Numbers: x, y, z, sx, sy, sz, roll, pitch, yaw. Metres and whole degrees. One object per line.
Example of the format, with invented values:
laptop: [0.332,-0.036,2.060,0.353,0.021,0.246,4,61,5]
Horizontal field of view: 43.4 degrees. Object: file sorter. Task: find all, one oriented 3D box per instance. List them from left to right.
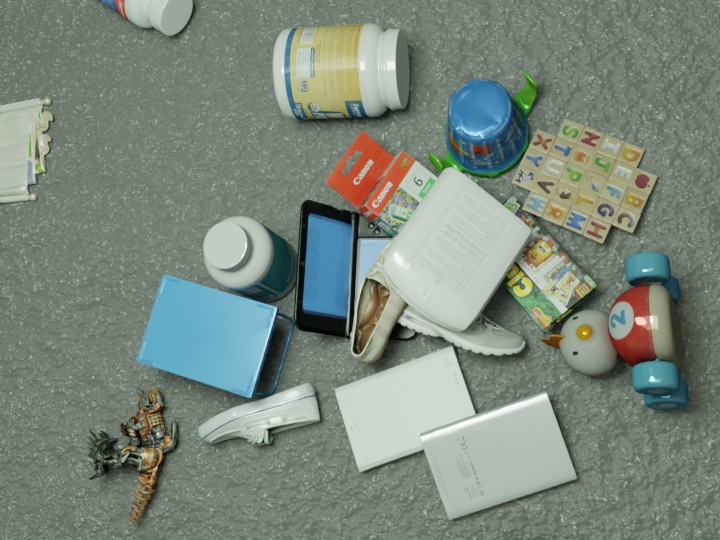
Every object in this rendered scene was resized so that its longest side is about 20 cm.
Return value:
file sorter: [-0.221,0.107,1.429,0.197,0.123,0.141,15,84,16]

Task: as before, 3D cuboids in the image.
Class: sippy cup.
sippy cup: [0.189,-0.226,1.385,0.138,0.130,0.180,14,83,15]

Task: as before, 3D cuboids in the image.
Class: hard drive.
hard drive: [0.072,0.212,1.389,0.198,0.026,0.134,-21,76,10]
hard drive: [0.202,0.272,1.332,0.197,0.025,0.134,-20,90,10]

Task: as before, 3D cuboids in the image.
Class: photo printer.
photo printer: [0.135,-0.024,1.315,0.166,0.069,0.201,36,72,-3]

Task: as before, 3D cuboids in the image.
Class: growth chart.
growth chart: [-0.625,-0.215,1.641,0.142,0.018,0.203,1,80,13]

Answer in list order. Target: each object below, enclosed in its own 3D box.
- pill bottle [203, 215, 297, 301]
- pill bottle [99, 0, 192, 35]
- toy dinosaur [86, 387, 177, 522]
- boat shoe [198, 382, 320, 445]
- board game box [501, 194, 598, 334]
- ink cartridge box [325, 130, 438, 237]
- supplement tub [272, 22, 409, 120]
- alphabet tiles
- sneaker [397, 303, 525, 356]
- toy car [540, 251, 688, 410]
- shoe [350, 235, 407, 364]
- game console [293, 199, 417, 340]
pill bottle: [-0.173,-0.019,1.399,0.109,0.200,0.113,-2,79,12]
pill bottle: [-0.394,-0.497,1.586,0.199,0.112,0.113,35,89,18]
toy dinosaur: [-0.362,0.291,1.451,0.133,0.103,0.202,1,58,-3]
boat shoe: [-0.158,0.240,1.414,0.198,0.074,0.068,-23,73,8]
board game box: [0.254,-0.012,1.367,0.105,0.023,0.201,-41,62,5]
ink cartridge box: [0.057,-0.118,1.393,0.199,0.050,0.110,37,79,-8]
supplement tub: [-0.028,-0.317,1.447,0.197,0.145,0.147,0,80,14]
alphabet tiles: [0.341,-0.139,1.381,0.198,0.006,0.168,25,76,16]
sneaker: [0.155,0.071,1.354,0.197,0.075,0.083,18,94,5]
toy car: [0.348,0.095,1.278,0.197,0.177,0.187,-8,67,25]
shoe: [0.033,0.042,1.343,0.069,0.053,0.203,18,88,29]
game console: [0.000,0.000,1.398,0.173,0.116,0.203,1,81,14]
